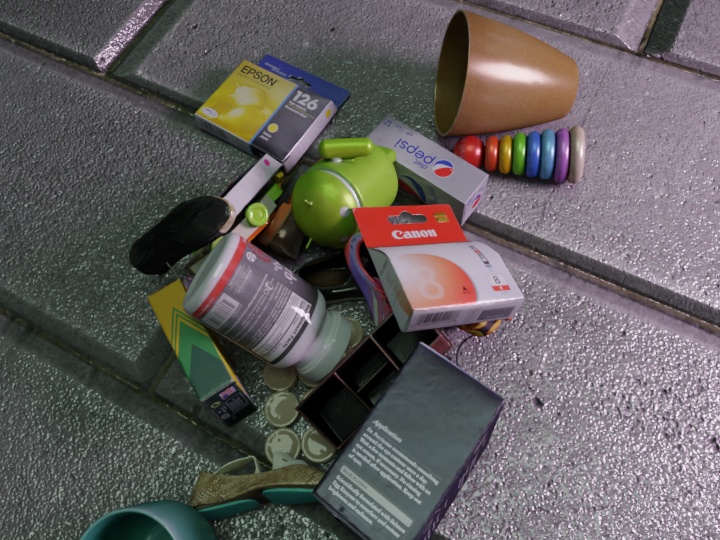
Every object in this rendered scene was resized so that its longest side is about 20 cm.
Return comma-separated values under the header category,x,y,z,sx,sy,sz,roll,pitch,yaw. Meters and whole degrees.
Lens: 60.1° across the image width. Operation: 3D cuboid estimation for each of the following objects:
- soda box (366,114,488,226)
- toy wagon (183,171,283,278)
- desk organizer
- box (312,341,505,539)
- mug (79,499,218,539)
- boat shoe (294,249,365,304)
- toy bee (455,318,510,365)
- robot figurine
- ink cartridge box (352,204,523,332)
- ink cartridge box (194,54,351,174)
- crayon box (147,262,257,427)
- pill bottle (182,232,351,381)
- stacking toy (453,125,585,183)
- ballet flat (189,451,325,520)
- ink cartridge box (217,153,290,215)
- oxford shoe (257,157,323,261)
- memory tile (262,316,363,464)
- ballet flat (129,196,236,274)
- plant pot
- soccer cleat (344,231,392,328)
category,x,y,z,sx,sy,sz,roll,pitch,yaw
soda box,0.099,-0.158,0.976,0.199,0.064,0.068,35,69,20
toy wagon,-0.175,-0.066,0.914,0.200,0.155,0.040,-46,108,-18
desk organizer,0.018,0.133,0.780,0.200,0.077,0.072,-45,67,1
box,0.059,0.223,0.713,0.116,0.198,0.201,32,69,20
mug,-0.250,0.348,0.716,0.181,0.114,0.155,-9,76,15
boat shoe,0.000,0.000,0.905,0.196,0.068,0.073,-13,60,-4
toy bee,0.159,0.048,0.845,0.108,0.130,0.204,-22,75,43
robot figurine,-0.022,-0.113,0.903,0.114,0.178,0.200,20,43,26
ink cartridge box,0.094,-0.023,0.785,0.159,0.050,0.202,-4,54,-24
ink cartridge box,-0.150,-0.288,1.075,0.196,0.047,0.201,28,71,18
crayon box,-0.219,0.101,0.839,0.050,0.128,0.201,-30,63,-11
pill bottle,-0.116,0.052,0.799,0.199,0.115,0.117,35,65,-20
stacking toy,0.243,-0.179,0.972,0.196,0.086,0.087,2,63,12
ballet flat,-0.120,0.261,0.775,0.196,0.071,0.066,-10,54,6
ink cartridge box,-0.180,-0.114,0.922,0.037,0.094,0.201,50,37,-14
oxford shoe,-0.079,-0.102,0.973,0.072,0.071,0.201,37,67,-8
memory tile,-0.060,0.162,0.855,0.150,0.017,0.203,-7,62,1
ballet flat,-0.237,-0.048,0.841,0.198,0.056,0.068,-22,70,31
plant pot,0.234,-0.300,0.986,0.196,0.187,0.190,4,62,-8
soccer cleat,0.041,0.039,0.845,0.066,0.076,0.202,-29,91,-11
